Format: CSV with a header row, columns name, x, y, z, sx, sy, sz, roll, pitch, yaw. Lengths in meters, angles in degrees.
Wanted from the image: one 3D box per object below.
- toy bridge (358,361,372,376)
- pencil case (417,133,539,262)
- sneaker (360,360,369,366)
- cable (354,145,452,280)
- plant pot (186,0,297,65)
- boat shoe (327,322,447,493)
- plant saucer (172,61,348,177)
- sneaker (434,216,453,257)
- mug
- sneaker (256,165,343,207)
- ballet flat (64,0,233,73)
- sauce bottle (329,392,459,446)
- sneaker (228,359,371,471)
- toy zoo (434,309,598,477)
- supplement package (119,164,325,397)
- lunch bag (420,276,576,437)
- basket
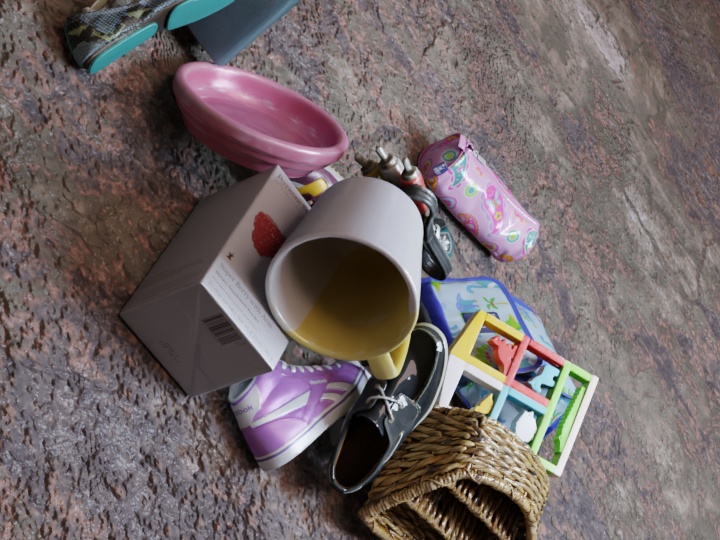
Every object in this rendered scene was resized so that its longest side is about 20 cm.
name,x,y,z,sx,sy,sz,roll,pitch,yaw
toy bridge,0.004,0.076,1.517,0.067,0.027,0.200,22,29,-48
pencil case,0.162,-0.099,1.839,0.200,0.087,0.088,46,42,-30
sneaker,0.000,0.000,1.464,0.071,0.098,0.201,4,64,-30
cable,0.070,-0.058,1.476,0.200,0.097,0.050,49,64,-43
plant pot,-0.108,-0.384,1.506,0.196,0.200,0.196,54,34,-13
boat shoe,0.029,0.147,1.428,0.072,0.200,0.068,33,7,10
plant saucer,-0.113,-0.159,1.468,0.200,0.051,0.201,22,22,-9
sneaker,0.070,-0.038,1.623,0.200,0.080,0.072,-22,114,-80
mug,-0.007,-0.002,1.350,0.149,0.187,0.153,16,37,2
sneaker,-0.041,-0.059,1.562,0.200,0.075,0.090,30,46,-40
ballet flat,-0.217,-0.276,1.400,0.200,0.074,0.074,-32,100,-28
sauce bottle,0.040,0.171,1.563,0.200,0.065,0.065,-9,81,-55
sneaker,-0.065,0.115,1.451,0.114,0.073,0.200,60,37,-7
toy zoo,0.166,0.134,1.550,0.200,0.020,0.131,31,69,-12
supplement package,-0.127,0.009,1.378,0.121,0.120,0.200,52,39,-22
lunch bag,0.159,0.103,1.669,0.200,0.127,0.170,28,27,-38
basket,0.118,0.260,1.508,0.200,0.143,0.149,51,54,-43
